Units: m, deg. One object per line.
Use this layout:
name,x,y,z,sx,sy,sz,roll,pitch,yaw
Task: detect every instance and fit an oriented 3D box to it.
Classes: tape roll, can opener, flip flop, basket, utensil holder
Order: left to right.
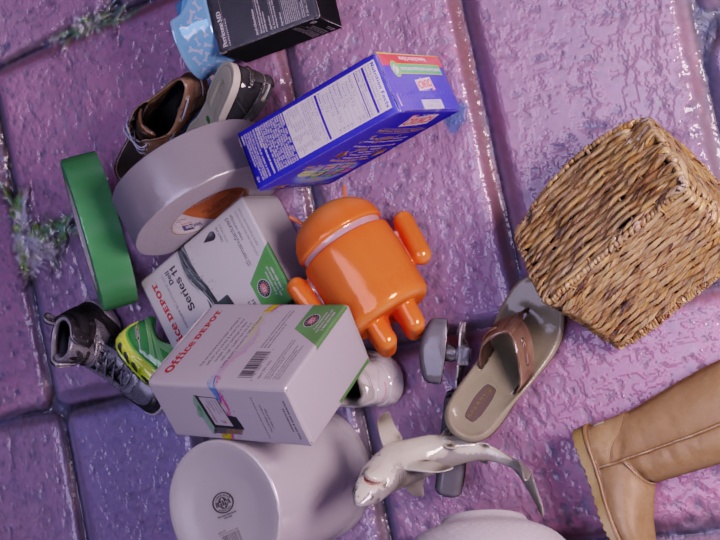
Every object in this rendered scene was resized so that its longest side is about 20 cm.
tape roll,-0.337,-0.050,1.480,0.048,0.200,0.203,-16,84,-14
tape roll,-0.195,-0.098,1.383,0.199,0.200,0.067,-36,76,26
utensil holder,-0.106,0.258,1.356,0.168,0.199,0.173,2,93,29
can opener,0.095,0.155,1.316,0.066,0.053,0.203,7,97,9
flip flop,0.157,0.095,1.252,0.081,0.058,0.201,31,80,23
basket,0.280,-0.042,1.200,0.200,0.148,0.144,-44,40,24

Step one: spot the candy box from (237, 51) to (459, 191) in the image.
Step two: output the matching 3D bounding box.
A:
candy box,-0.011,-0.167,1.293,0.198,0.169,0.078,-25,85,27

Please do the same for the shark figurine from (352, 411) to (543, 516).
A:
shark figurine,0.090,0.224,1.273,0.211,0.129,0.090,-2,123,-7

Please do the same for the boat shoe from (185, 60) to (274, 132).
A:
boat shoe,-0.173,-0.173,1.441,0.201,0.067,0.072,-53,48,38

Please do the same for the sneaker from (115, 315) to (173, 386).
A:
sneaker,-0.227,0.137,1.483,0.200,0.074,0.084,44,71,2

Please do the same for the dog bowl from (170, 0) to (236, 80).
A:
dog bowl,-0.201,-0.341,1.427,0.049,0.111,0.203,-14,86,15

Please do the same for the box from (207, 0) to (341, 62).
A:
box,-0.118,-0.373,1.386,0.139,0.079,0.203,-14,86,20

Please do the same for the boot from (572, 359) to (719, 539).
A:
boot,0.334,0.204,1.183,0.199,0.066,0.177,-27,81,27

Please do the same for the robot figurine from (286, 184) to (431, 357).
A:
robot figurine,0.002,-0.001,1.329,0.144,0.116,0.201,-41,75,31

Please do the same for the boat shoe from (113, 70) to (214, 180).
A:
boat shoe,-0.268,-0.186,1.490,0.072,0.072,0.200,49,115,16

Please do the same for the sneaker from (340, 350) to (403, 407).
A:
sneaker,-0.052,0.119,1.374,0.198,0.099,0.079,6,97,29

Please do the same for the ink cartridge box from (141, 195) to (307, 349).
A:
ink cartridge box,-0.161,0.022,1.438,0.199,0.083,0.148,-37,75,27

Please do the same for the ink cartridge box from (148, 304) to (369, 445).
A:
ink cartridge box,-0.113,0.112,1.283,0.198,0.145,0.085,-1,125,34

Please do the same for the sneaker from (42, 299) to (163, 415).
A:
sneaker,-0.343,0.123,1.529,0.200,0.113,0.076,45,113,19

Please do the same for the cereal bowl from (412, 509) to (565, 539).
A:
cereal bowl,0.136,0.309,1.238,0.198,0.200,0.084,-16,62,29
